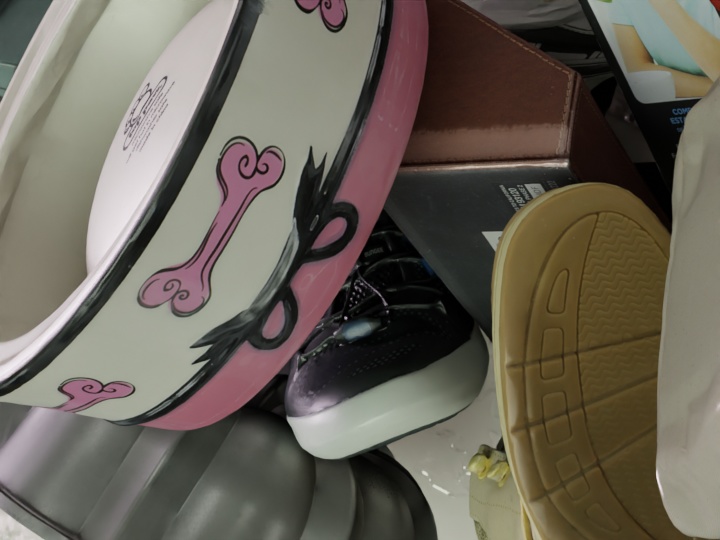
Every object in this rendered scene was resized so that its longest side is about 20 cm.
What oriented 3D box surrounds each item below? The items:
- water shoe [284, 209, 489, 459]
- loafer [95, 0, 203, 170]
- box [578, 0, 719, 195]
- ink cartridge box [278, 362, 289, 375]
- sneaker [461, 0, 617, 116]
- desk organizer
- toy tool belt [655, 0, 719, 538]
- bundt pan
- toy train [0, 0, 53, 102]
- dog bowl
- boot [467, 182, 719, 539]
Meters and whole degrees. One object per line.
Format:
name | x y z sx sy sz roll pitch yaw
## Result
water shoe | 0.000 0.000 1.017 0.071 0.200 0.079 -22 106 10
loafer | -0.064 -0.082 1.032 0.063 0.072 0.200 38 102 36
box | 0.115 -0.126 0.905 0.060 0.117 0.200 -2 123 50
ink cartridge box | -0.083 0.011 1.180 0.200 0.041 0.200 50 132 -8
sneaker | 0.045 -0.078 1.015 0.200 0.076 0.088 -11 126 43
desk organizer | 0.075 -0.018 0.972 0.072 0.077 0.200 -2 152 25
toy tool belt | 0.153 -0.013 0.814 0.123 0.200 0.125 13 153 -12
bundt pan | -0.056 0.070 1.065 0.202 0.202 0.076 31 93 9
toy train | -0.156 -0.030 1.119 0.114 0.085 0.200 10 125 14
dog bowl | -0.054 -0.039 0.917 0.074 0.200 0.200 26 138 -22
boot | 0.072 0.056 0.934 0.073 0.155 0.200 -22 107 -7
